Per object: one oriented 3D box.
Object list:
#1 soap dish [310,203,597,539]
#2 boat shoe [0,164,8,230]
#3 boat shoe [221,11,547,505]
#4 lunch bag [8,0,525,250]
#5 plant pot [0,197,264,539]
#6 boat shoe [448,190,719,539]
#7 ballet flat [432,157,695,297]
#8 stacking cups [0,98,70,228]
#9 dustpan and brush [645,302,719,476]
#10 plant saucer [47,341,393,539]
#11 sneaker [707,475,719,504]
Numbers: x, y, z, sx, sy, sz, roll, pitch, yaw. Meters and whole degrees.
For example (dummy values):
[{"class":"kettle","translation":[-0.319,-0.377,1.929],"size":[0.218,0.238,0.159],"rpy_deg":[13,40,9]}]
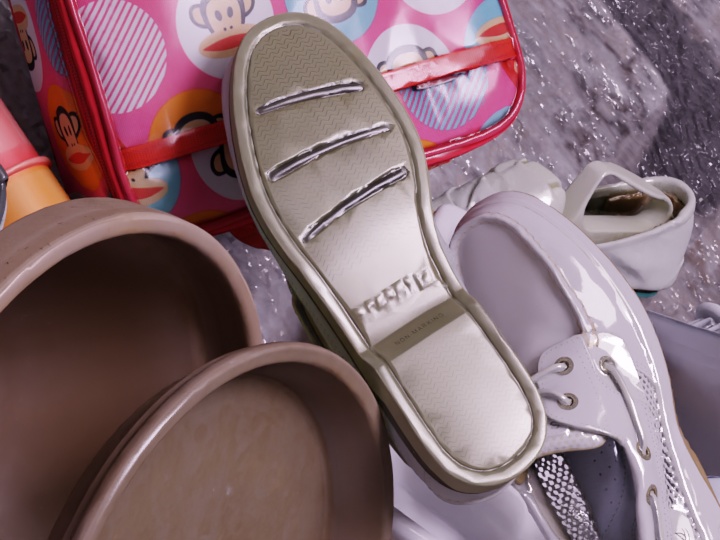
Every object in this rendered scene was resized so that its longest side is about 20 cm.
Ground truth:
[{"class":"soap dish","translation":[0.046,0.084,1.178],"size":[0.157,0.081,0.201],"rpy_deg":[38,40,-17]},{"class":"boat shoe","translation":[-0.195,0.017,1.002],"size":[0.072,0.068,0.200],"rpy_deg":[48,40,-4]},{"class":"boat shoe","translation":[0.000,0.000,1.078],"size":[0.074,0.068,0.201],"rpy_deg":[-22,79,-18]},{"class":"lunch bag","translation":[-0.036,-0.090,1.143],"size":[0.199,0.082,0.177],"rpy_deg":[-19,98,-25]},{"class":"plant pot","translation":[-0.129,0.064,0.973],"size":[0.092,0.202,0.200],"rpy_deg":[20,25,31]},{"class":"boat shoe","translation":[0.084,0.061,1.111],"size":[0.069,0.071,0.201],"rpy_deg":[-15,74,-51]},{"class":"ballet flat","translation":[0.087,-0.023,1.313],"size":[0.199,0.069,0.070],"rpy_deg":[-1,61,-46]},{"class":"stacking cups","translation":[-0.112,0.019,1.093],"size":[0.200,0.060,0.060],"rpy_deg":[54,38,8]},{"class":"dustpan and brush","translation":[0.172,0.073,1.299],"size":[0.057,0.139,0.201],"rpy_deg":[-45,134,-27]},{"class":"plant saucer","translation":[-0.056,0.119,1.000],"size":[0.029,0.201,0.200],"rpy_deg":[19,23,33]},{"class":"sneaker","translation":[0.163,0.147,1.223],"size":[0.071,0.073,0.200],"rpy_deg":[-109,175,-46]}]
